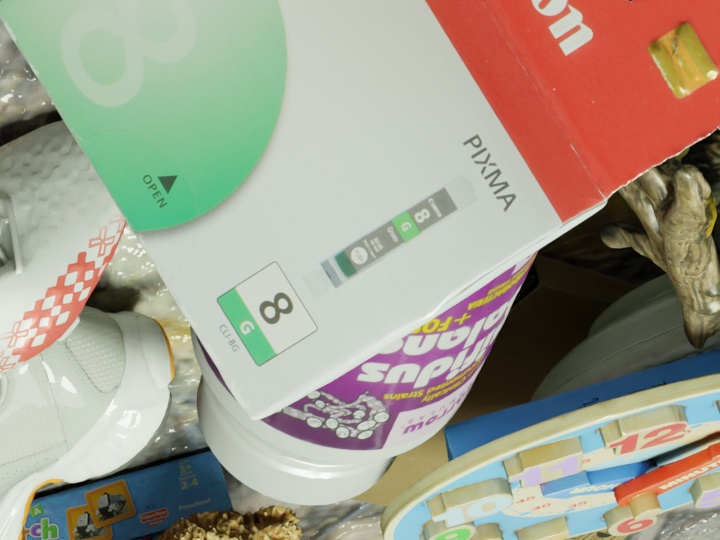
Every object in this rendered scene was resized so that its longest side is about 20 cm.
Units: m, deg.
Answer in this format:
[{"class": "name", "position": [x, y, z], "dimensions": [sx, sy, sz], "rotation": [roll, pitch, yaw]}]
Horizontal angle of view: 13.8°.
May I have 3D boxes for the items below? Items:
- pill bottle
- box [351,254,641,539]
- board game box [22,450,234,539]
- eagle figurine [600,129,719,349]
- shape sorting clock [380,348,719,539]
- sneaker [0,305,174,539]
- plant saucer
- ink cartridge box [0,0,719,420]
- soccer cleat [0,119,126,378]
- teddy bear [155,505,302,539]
[{"class": "pill bottle", "position": [0.000, 0.000, 1.072], "dimensions": [0.112, 0.112, 0.200], "rotation": [-4, 147, -19]}, {"class": "box", "position": [0.092, 0.062, 1.297], "dimensions": [0.200, 0.021, 0.163], "rotation": [16, 135, -40]}, {"class": "board game box", "position": [-0.147, 0.153, 1.315], "dimensions": [0.199, 0.037, 0.151], "rotation": [-16, 149, -4]}, {"class": "eagle figurine", "position": [0.181, -0.062, 1.078], "dimensions": [0.200, 0.151, 0.152], "rotation": [-42, -164, -13]}, {"class": "shape sorting clock", "position": [0.105, 0.077, 1.150], "dimensions": [0.199, 0.039, 0.200], "rotation": [-14, 159, -5]}, {"class": "sneaker", "position": [-0.167, 0.071, 1.157], "dimensions": [0.092, 0.076, 0.200], "rotation": [25, 123, -38]}, {"class": "plant saucer", "position": [0.149, 0.034, 1.198], "dimensions": [0.200, 0.050, 0.200], "rotation": [-14, 160, -5]}, {"class": "ink cartridge box", "position": [0.006, -0.069, 0.925], "dimensions": [0.200, 0.161, 0.050], "rotation": [-32, 179, 26]}, {"class": "soccer cleat", "position": [-0.161, 0.015, 1.017], "dimensions": [0.200, 0.069, 0.085], "rotation": [-39, 157, -3]}, {"class": "teddy bear", "position": [-0.077, 0.180, 1.293], "dimensions": [0.145, 0.067, 0.200], "rotation": [7, 141, -39]}]
